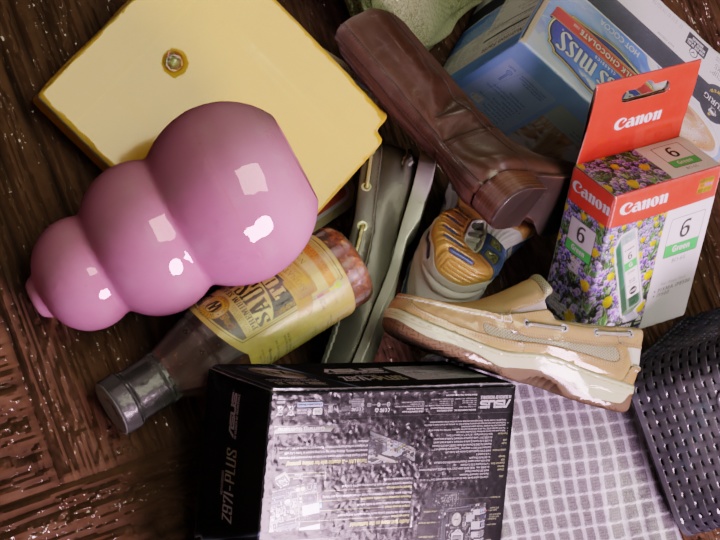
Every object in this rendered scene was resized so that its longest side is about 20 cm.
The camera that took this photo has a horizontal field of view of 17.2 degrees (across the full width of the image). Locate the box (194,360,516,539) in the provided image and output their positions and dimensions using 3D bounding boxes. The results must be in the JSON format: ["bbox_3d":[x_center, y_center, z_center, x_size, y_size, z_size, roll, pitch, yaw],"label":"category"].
[{"bbox_3d":[-0.004,0.149,1.610,0.200,0.086,0.164,0,99,-33],"label":"box"}]

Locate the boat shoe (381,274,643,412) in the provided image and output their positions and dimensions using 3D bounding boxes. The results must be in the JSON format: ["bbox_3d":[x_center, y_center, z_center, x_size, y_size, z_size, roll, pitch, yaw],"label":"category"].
[{"bbox_3d":[0.109,0.038,1.669,0.200,0.072,0.076,18,91,-27],"label":"boat shoe"}]

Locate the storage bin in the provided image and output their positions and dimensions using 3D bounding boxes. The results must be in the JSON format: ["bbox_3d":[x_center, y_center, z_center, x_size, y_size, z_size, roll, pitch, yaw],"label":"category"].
[{"bbox_3d":[0.285,0.103,1.791,0.200,0.094,0.136,-28,99,-66],"label":"storage bin"}]

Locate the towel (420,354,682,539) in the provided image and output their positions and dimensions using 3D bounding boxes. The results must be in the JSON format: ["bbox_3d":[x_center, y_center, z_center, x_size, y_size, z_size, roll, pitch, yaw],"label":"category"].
[{"bbox_3d":[0.142,0.145,1.745,0.165,0.086,0.201,-3,75,-33],"label":"towel"}]

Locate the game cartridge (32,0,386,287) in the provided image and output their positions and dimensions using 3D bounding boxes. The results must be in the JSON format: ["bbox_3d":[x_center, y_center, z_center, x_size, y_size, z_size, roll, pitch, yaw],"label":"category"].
[{"bbox_3d":[-0.101,-0.110,1.677,0.200,0.032,0.176,46,72,-10],"label":"game cartridge"}]

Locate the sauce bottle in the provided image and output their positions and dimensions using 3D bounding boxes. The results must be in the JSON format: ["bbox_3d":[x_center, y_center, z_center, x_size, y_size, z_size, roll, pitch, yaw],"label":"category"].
[{"bbox_3d":[-0.086,0.044,1.620,0.200,0.066,0.066,-33,93,-21],"label":"sauce bottle"}]

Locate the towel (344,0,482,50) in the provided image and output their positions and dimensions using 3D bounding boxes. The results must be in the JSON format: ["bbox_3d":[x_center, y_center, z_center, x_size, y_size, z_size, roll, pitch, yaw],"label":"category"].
[{"bbox_3d":[0.033,-0.252,1.787,0.148,0.036,0.200,-49,136,-32],"label":"towel"}]

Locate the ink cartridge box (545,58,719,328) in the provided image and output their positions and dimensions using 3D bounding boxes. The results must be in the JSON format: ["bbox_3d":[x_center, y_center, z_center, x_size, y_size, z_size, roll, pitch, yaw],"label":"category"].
[{"bbox_3d":[0.202,-0.047,1.724,0.109,0.200,0.050,-16,42,-34],"label":"ink cartridge box"}]

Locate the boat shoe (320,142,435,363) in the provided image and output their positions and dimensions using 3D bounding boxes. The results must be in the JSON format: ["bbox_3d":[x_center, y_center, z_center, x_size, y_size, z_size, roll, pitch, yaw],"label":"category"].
[{"bbox_3d":[0.000,0.001,1.716,0.060,0.072,0.202,18,71,2],"label":"boat shoe"}]

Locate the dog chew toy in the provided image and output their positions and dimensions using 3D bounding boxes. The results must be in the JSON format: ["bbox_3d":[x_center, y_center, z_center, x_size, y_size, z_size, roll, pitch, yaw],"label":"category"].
[{"bbox_3d":[-0.130,-0.027,1.587,0.200,0.125,0.125,-28,89,2],"label":"dog chew toy"}]

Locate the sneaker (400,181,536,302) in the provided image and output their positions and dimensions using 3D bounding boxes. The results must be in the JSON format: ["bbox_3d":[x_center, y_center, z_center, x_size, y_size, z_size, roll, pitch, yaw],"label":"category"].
[{"bbox_3d":[0.072,-0.014,1.763,0.075,0.088,0.200,38,27,5],"label":"sneaker"}]

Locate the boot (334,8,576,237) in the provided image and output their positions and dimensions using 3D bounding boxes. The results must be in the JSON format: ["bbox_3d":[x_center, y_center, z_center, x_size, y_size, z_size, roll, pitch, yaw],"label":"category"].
[{"bbox_3d":[0.078,-0.115,1.754,0.200,0.064,0.186,47,18,20],"label":"boot"}]

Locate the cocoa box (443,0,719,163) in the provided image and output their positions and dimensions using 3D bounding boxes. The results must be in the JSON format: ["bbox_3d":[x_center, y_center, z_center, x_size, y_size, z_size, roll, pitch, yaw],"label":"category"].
[{"bbox_3d":[0.178,-0.134,1.838,0.200,0.133,0.131,40,55,-15],"label":"cocoa box"}]

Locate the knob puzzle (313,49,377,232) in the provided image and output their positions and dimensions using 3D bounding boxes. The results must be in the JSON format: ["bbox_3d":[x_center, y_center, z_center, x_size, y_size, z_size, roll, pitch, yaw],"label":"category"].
[{"bbox_3d":[-0.080,-0.101,1.722,0.219,0.030,0.220,12,67,-30],"label":"knob puzzle"}]
